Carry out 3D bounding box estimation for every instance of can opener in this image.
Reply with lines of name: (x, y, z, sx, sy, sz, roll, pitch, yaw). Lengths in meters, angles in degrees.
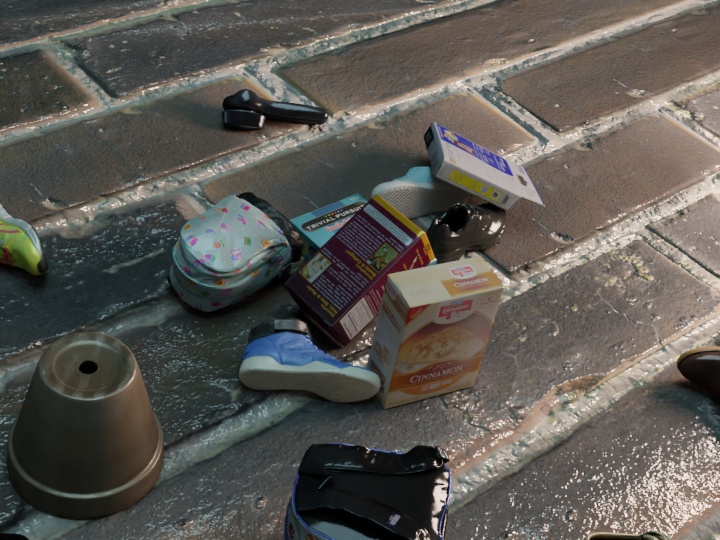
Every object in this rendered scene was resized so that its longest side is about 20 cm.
can opener: (-0.158, -0.293, 2.162, 0.199, 0.079, 0.063, 3, 2, -16)

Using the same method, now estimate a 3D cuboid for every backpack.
backpack: (0.003, 0.300, 1.425, 0.190, 0.154, 0.200, 19, 34, -4)
backpack: (-0.202, -0.029, 1.779, 0.167, 0.127, 0.200, 35, 48, 21)

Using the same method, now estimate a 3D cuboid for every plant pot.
plant pot: (-0.341, 0.178, 1.465, 0.199, 0.174, 0.200, 8, 39, -6)

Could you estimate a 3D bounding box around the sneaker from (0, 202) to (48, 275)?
sneaker: (-0.547, -0.041, 1.756, 0.200, 0.078, 0.090, 32, 52, 30)

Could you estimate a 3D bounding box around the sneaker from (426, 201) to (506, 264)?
sneaker: (0.182, -0.078, 1.959, 0.076, 0.091, 0.200, 33, 43, 26)

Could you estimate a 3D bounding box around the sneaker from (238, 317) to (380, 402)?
sneaker: (-0.068, 0.120, 1.673, 0.199, 0.077, 0.111, 5, 49, 2)

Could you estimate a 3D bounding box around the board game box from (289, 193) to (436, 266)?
board game box: (0.000, -0.034, 1.895, 0.151, 0.047, 0.200, -24, 52, -35)

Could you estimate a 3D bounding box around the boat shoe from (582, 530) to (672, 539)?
boat shoe: (0.375, 0.371, 1.499, 0.199, 0.065, 0.072, 7, 40, -6)

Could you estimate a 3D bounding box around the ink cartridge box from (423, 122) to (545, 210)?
ink cartridge box: (0.213, -0.175, 2.065, 0.200, 0.047, 0.198, 26, 21, -14)

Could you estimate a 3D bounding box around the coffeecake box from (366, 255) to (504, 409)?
coffeecake box: (0.102, 0.088, 1.658, 0.153, 0.200, 0.073, -11, 45, -25)

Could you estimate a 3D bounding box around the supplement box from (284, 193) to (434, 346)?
supplement box: (0.000, 0.000, 1.757, 0.200, 0.086, 0.110, -44, 61, -9)

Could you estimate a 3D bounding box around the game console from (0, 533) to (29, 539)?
game console: (-0.437, 0.401, 1.299, 0.176, 0.116, 0.200, 16, 28, -47)

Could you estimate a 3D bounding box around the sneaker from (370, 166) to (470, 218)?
sneaker: (0.092, -0.142, 2.032, 0.200, 0.074, 0.082, -4, 39, -34)

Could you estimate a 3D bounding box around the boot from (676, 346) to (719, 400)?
boot: (0.573, 0.200, 1.742, 0.199, 0.072, 0.167, 16, 38, -1)
